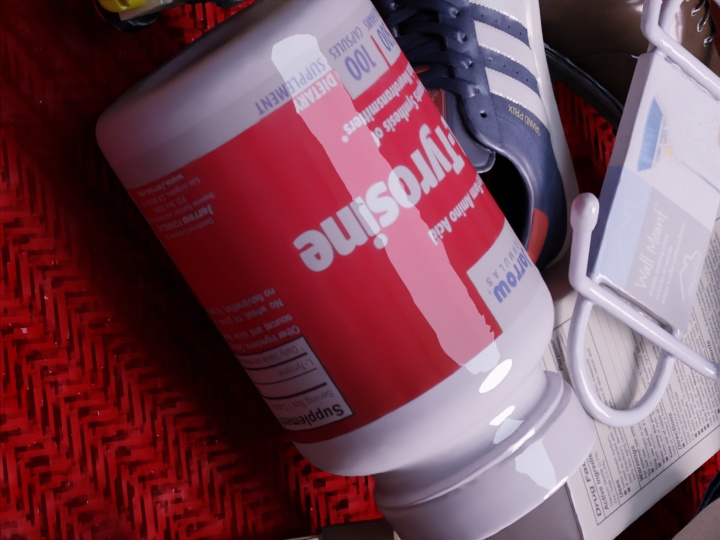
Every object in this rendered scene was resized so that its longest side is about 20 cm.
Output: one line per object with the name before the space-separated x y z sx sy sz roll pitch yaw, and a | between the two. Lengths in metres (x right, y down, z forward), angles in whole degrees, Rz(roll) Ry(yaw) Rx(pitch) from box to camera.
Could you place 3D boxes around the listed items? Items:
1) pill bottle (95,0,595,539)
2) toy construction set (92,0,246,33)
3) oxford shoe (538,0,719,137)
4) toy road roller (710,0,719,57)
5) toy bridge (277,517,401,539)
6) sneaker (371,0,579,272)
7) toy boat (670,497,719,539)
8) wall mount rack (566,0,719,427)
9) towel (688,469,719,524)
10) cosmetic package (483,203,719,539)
pill bottle | 0.000 0.000 0.845 0.201 0.112 0.112 57 45 -12
toy construction set | -0.070 -0.161 0.842 0.199 0.092 0.132 -23 95 -40
oxford shoe | 0.134 -0.099 1.015 0.199 0.085 0.073 27 28 -28
toy road roller | 0.275 -0.112 1.173 0.199 0.145 0.124 17 69 -46
toy bridge | -0.045 0.110 0.821 0.200 0.067 0.027 5 77 -68
sneaker | 0.033 -0.081 0.943 0.084 0.074 0.201 -43 115 -54
toy boat | 0.153 0.191 0.960 0.200 0.131 0.131 -42 150 1
wall mount rack | 0.128 -0.043 0.921 0.173 0.074 0.202 32 68 -40
towel | 0.196 0.105 1.040 0.111 0.048 0.201 20 103 -51
cosmetic package | 0.109 0.042 1.008 0.199 0.073 0.104 -28 103 -47
